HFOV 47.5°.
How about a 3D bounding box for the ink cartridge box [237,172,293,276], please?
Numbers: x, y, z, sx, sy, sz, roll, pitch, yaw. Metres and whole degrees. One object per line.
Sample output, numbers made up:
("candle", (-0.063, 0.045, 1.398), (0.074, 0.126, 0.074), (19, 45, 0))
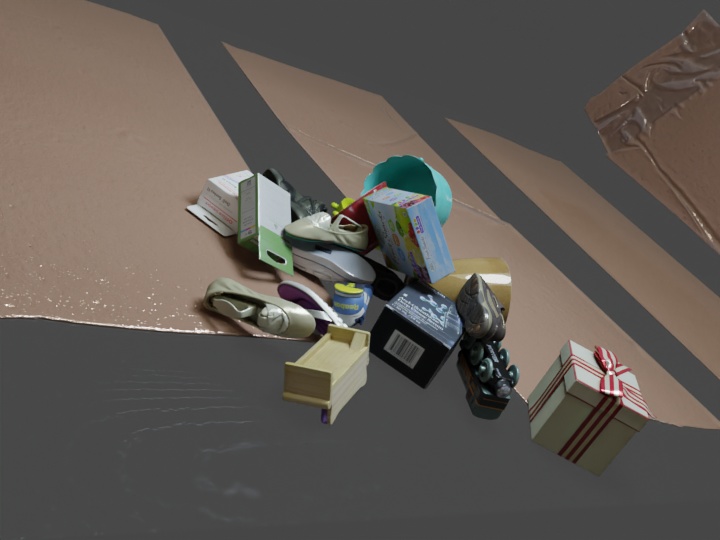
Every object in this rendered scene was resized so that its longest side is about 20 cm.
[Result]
("ink cartridge box", (-0.191, -0.083, 1.637), (0.104, 0.059, 0.201), (32, 45, -48))

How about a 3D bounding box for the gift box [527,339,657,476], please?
("gift box", (0.459, 0.263, 1.613), (0.199, 0.187, 0.185), (25, 25, -8))

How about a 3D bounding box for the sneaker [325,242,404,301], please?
("sneaker", (0.000, 0.000, 1.767), (0.199, 0.076, 0.091), (31, 12, -7))

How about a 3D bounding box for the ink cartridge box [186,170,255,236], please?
("ink cartridge box", (-0.263, -0.145, 1.739), (0.117, 0.067, 0.200), (36, 25, 11))

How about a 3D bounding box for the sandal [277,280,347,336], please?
("sandal", (-0.084, 0.091, 1.490), (0.202, 0.083, 0.050), (38, 51, 18))

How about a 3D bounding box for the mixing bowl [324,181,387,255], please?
("mixing bowl", (0.008, -0.099, 1.836), (0.109, 0.200, 0.200), (53, 26, 0))

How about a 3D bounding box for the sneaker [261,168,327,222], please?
("sneaker", (-0.152, -0.154, 1.875), (0.114, 0.076, 0.200), (4, 38, -47))

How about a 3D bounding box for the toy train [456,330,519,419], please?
("toy train", (0.238, 0.194, 1.586), (0.085, 0.114, 0.200), (14, 27, -19))

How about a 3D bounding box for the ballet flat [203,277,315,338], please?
("ballet flat", (-0.177, 0.072, 1.389), (0.199, 0.070, 0.069), (19, 22, 12))

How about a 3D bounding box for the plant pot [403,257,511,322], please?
("plant pot", (0.197, 0.054, 1.772), (0.199, 0.187, 0.187), (7, 30, -13))

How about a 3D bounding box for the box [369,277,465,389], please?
("box", (0.118, 0.118, 1.610), (0.148, 0.107, 0.200), (33, 24, 9))

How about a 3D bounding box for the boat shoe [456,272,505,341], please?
("boat shoe", (0.241, 0.080, 1.615), (0.073, 0.075, 0.200), (31, 28, -17))

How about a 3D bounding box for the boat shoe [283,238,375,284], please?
("boat shoe", (-0.066, -0.012, 1.697), (0.199, 0.066, 0.074), (26, 40, 2))

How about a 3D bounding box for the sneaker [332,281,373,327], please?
("sneaker", (-0.019, 0.065, 1.615), (0.074, 0.083, 0.200), (5, 3, 10))

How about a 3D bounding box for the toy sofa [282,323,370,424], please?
("toy sofa", (-0.054, 0.171, 1.371), (0.082, 0.098, 0.200), (10, 19, 17))

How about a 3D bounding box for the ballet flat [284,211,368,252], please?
("ballet flat", (-0.063, -0.087, 1.675), (0.199, 0.070, 0.070), (10, 31, -38))

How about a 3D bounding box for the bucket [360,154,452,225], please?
("bucket", (0.115, -0.171, 1.967), (0.207, 0.208, 0.135), (41, 15, 23))

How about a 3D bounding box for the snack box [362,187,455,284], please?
("snack box", (0.097, -0.075, 1.682), (0.067, 0.169, 0.200), (-27, 20, -17))

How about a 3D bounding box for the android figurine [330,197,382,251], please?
("android figurine", (0.017, -0.116, 2.023), (0.199, 0.041, 0.182), (22, 26, -22))
